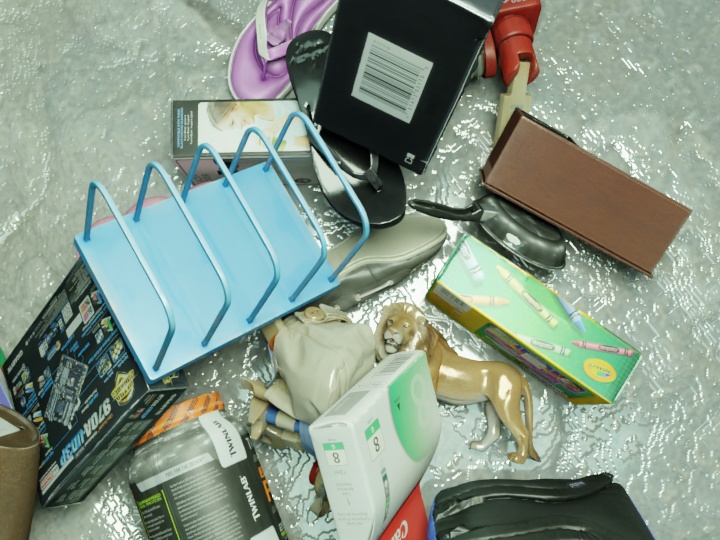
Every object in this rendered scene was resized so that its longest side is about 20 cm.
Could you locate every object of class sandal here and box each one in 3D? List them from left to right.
[{"bbox_3d":[-0.084,-0.272,0.860,0.082,0.050,0.205,30,81,5],"label":"sandal"},{"bbox_3d":[-0.020,-0.130,0.725,0.075,0.043,0.203,-25,84,-5],"label":"sandal"}]

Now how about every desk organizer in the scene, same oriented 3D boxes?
[{"bbox_3d":[0.225,-0.081,0.794,0.197,0.072,0.078,28,109,-3],"label":"desk organizer"}]

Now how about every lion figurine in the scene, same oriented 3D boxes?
[{"bbox_3d":[0.101,0.113,0.789,0.196,0.072,0.125,16,82,-4],"label":"lion figurine"}]

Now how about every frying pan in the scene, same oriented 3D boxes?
[{"bbox_3d":[0.132,-0.059,0.788,0.187,0.116,0.031,27,117,-13],"label":"frying pan"}]

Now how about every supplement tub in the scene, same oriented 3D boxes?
[{"bbox_3d":[-0.143,0.227,0.737,0.121,0.123,0.203,-22,82,-4],"label":"supplement tub"}]

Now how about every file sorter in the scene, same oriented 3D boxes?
[{"bbox_3d":[-0.111,-0.028,0.648,0.198,0.123,0.140,-26,79,-32],"label":"file sorter"}]

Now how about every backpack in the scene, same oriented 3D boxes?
[{"bbox_3d":[0.156,0.289,0.709,0.195,0.163,0.172,4,103,-3],"label":"backpack"}]

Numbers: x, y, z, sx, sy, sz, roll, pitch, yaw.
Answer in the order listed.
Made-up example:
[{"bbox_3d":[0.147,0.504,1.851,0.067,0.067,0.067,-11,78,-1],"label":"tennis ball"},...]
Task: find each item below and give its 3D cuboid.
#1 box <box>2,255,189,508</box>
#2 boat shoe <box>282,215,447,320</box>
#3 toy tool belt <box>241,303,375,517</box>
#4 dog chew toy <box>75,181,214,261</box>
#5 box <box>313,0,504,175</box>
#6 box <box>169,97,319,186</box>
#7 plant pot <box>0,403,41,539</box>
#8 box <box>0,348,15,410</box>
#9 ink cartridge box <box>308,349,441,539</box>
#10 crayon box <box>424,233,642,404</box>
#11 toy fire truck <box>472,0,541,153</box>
[{"bbox_3d":[-0.254,0.097,0.725,0.200,0.046,0.160,-45,60,27],"label":"box"},{"bbox_3d":[0.000,0.000,0.819,0.197,0.058,0.067,-22,45,-8],"label":"boat shoe"},{"bbox_3d":[-0.055,0.126,0.758,0.121,0.203,0.125,21,35,24],"label":"toy tool belt"},{"bbox_3d":[-0.188,-0.020,0.785,0.196,0.125,0.127,-6,80,7],"label":"dog chew toy"},{"bbox_3d":[0.059,-0.228,0.652,0.116,0.197,0.202,25,62,0],"label":"box"},{"bbox_3d":[-0.087,-0.129,0.804,0.195,0.117,0.062,-1,82,-2],"label":"box"},{"bbox_3d":[-0.368,0.221,0.685,0.184,0.187,0.203,26,92,4],"label":"plant pot"},{"bbox_3d":[-0.438,0.168,0.783,0.198,0.048,0.119,-31,82,-4],"label":"box"},{"bbox_3d":[0.033,0.193,0.685,0.049,0.161,0.204,-12,100,28],"label":"ink cartridge box"},{"bbox_3d":[0.162,0.053,0.772,0.198,0.119,0.059,35,81,5],"label":"crayon box"},{"bbox_3d":[0.111,-0.211,0.829,0.172,0.129,0.204,-11,71,-2],"label":"toy fire truck"}]
